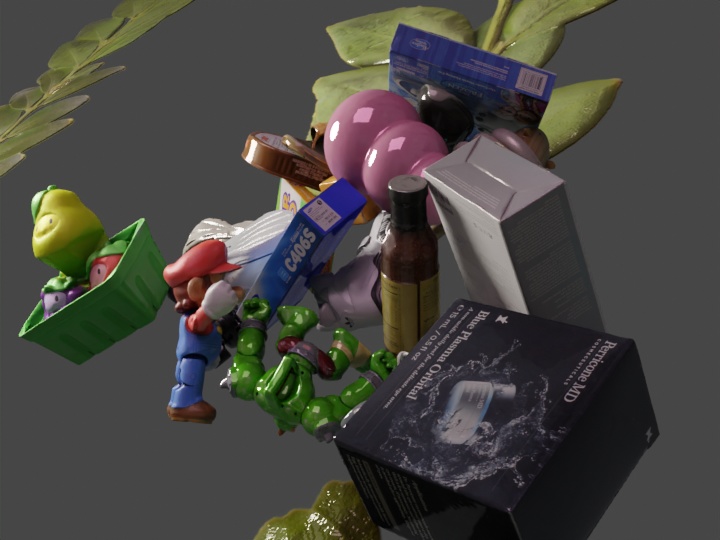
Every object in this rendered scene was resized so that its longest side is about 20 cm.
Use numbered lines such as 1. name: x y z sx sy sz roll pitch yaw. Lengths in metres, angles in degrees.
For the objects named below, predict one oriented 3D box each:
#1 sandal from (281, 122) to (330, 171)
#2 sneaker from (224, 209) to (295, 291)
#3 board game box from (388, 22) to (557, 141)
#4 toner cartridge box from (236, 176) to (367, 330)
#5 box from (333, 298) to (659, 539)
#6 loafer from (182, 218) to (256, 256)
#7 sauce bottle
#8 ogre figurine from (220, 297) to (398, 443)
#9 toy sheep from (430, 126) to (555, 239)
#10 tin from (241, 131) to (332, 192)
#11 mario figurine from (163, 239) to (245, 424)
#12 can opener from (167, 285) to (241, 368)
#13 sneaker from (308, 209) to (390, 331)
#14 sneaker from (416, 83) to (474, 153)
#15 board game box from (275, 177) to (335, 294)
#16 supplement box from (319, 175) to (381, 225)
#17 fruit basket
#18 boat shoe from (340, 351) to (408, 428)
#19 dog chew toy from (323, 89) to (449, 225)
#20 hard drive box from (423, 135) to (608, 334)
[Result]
1. sandal: -0.036 -0.169 1.319 0.080 0.055 0.199 31 18 28
2. sneaker: -0.127 -0.018 1.260 0.198 0.071 0.074 -22 31 49
3. board game box: 0.131 -0.216 1.235 0.196 0.199 0.044 20 78 6
4. toner cartridge box: -0.071 -0.013 1.158 0.095 0.043 0.201 -40 -11 -46
5. box: 0.118 0.143 0.853 0.198 0.119 0.197 13 47 44
6. loafer: -0.177 -0.028 1.368 0.198 0.070 0.070 6 48 50
7. sauce bottle: 0.053 0.001 1.022 0.064 0.204 0.066 -1 29 0
8. ogre figurine: -0.064 0.106 1.046 0.198 0.099 0.121 34 58 5
9. toy sheep: 0.149 -0.098 1.182 0.200 0.138 0.138 -44 33 -4
10. tin: -0.067 -0.144 1.369 0.196 0.043 0.112 19 12 -5
11. mario figurine: -0.164 0.068 1.107 0.122 0.205 0.105 3 -3 40
12. can opener: -0.204 0.055 1.261 0.078 0.064 0.199 -35 33 -15
13. sneaker: 0.000 0.000 1.186 0.113 0.076 0.202 -15 35 12
14. sneaker: 0.096 -0.156 1.231 0.074 0.201 0.080 28 75 17
15. board game box: -0.078 -0.054 1.308 0.029 0.097 0.200 2 22 -21
16. supplement box: 0.035 -0.127 1.311 0.068 0.068 0.199 -6 20 42
17. fruit basket: -0.373 -0.005 1.306 0.211 0.218 0.157 -12 33 20
18. boat shoe: 0.056 0.103 0.985 0.061 0.073 0.200 31 62 20
19. dog chew toy: 0.045 -0.122 1.127 0.124 0.126 0.200 -34 52 -16
20. hard drive box: 0.154 -0.010 0.972 0.076 0.203 0.156 -29 32 -10
